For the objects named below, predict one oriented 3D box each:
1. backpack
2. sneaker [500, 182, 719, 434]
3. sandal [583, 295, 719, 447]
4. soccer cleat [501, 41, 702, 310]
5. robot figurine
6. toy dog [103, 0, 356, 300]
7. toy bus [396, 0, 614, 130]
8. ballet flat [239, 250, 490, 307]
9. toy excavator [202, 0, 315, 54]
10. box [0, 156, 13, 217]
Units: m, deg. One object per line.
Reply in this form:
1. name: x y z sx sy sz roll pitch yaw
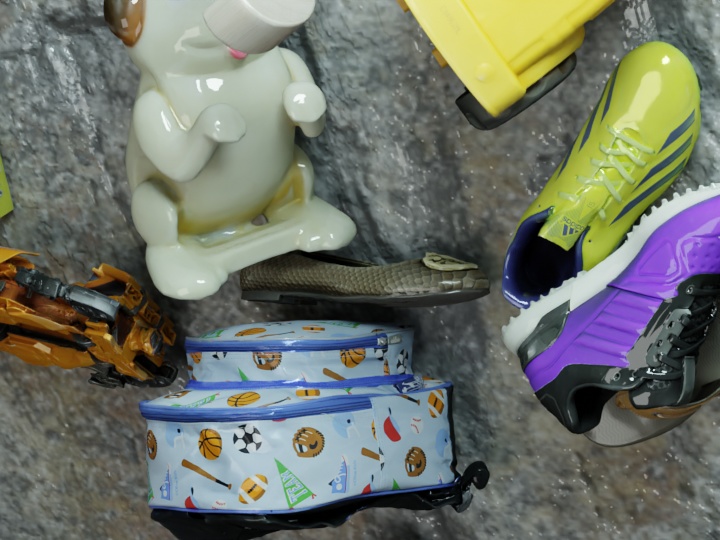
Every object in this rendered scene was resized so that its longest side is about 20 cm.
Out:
1. backpack: -0.048 0.108 1.665 0.200 0.190 0.154 -10 94 40
2. sneaker: 0.181 0.029 1.485 0.200 0.070 0.100 -39 62 31
3. sandal: 0.198 0.061 1.542 0.200 0.055 0.082 -23 101 43
4. soccer cleat: 0.143 -0.050 1.495 0.065 0.084 0.200 39 133 12
5. robot figurine: -0.221 0.029 1.816 0.200 0.058 0.145 10 154 31
6. toy dog: -0.093 -0.115 1.619 0.194 0.139 0.200 -128 28 -55
7. toy bus: 0.107 -0.188 1.404 0.192 0.200 0.136 -36 94 8
8. ballet flat: 0.000 0.000 1.659 0.200 0.067 0.046 0 84 40
9. toy excavator: -0.064 -0.237 1.456 0.195 0.200 0.100 53 135 -2
10. box: -0.356 -0.076 1.882 0.200 0.050 0.075 7 120 35
